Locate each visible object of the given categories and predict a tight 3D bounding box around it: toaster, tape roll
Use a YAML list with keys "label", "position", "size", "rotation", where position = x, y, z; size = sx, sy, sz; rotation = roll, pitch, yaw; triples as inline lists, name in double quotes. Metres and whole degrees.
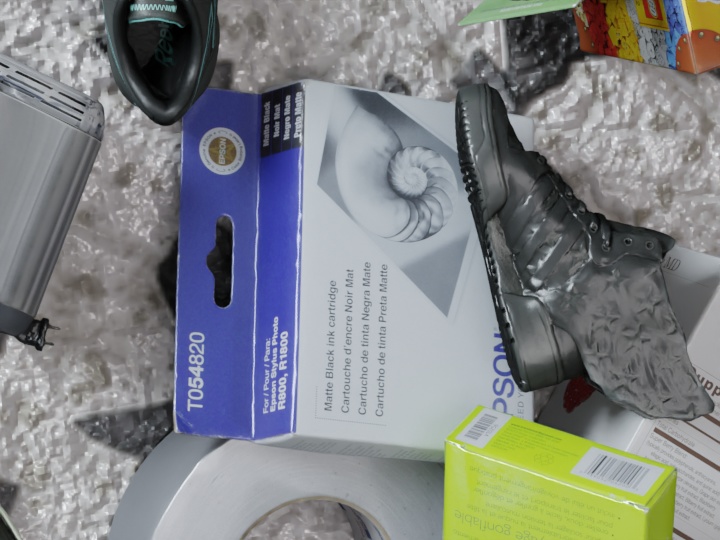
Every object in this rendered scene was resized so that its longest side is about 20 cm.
- label: "toaster"
  position: [-0.216, -0.052, 1.532]
  size: [0.199, 0.114, 0.130]
  rotation: [25, 87, -21]
- label: "tape roll"
  position: [-0.038, 0.169, 1.665]
  size: [0.199, 0.066, 0.202]
  rotation: [-4, 99, -21]

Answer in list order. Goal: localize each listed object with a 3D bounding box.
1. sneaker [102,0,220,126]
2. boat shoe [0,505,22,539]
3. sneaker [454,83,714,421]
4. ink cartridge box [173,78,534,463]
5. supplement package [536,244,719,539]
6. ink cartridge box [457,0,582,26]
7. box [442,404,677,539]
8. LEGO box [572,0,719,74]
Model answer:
- label: "sneaker"
  position: [-0.098, -0.171, 1.556]
  size: [0.075, 0.079, 0.201]
  rotation: [-3, 110, -1]
- label: "boat shoe"
  position: [-0.211, 0.145, 1.593]
  size: [0.071, 0.064, 0.201]
  rotation: [-33, 109, -14]
- label: "sneaker"
  position: [0.119, -0.010, 1.613]
  size: [0.104, 0.060, 0.201]
  rotation: [-13, 87, -4]
- label: "ink cartridge box"
  position: [0.000, 0.000, 1.627]
  size: [0.199, 0.041, 0.201]
  rotation: [6, 74, -22]
- label: "supplement package"
  position: [0.179, 0.099, 1.707]
  size: [0.119, 0.121, 0.201]
  rotation: [31, 87, -21]
- label: "ink cartridge box"
  position: [0.130, -0.215, 1.615]
  size: [0.200, 0.104, 0.059]
  rotation: [-44, 114, -29]
- label: "box"
  position: [0.102, 0.180, 1.606]
  size: [0.048, 0.121, 0.201]
  rotation: [-42, 141, -48]
- label: "LEGO box"
  position: [0.230, -0.180, 1.666]
  size: [0.199, 0.149, 0.078]
  rotation: [-20, 106, -17]
